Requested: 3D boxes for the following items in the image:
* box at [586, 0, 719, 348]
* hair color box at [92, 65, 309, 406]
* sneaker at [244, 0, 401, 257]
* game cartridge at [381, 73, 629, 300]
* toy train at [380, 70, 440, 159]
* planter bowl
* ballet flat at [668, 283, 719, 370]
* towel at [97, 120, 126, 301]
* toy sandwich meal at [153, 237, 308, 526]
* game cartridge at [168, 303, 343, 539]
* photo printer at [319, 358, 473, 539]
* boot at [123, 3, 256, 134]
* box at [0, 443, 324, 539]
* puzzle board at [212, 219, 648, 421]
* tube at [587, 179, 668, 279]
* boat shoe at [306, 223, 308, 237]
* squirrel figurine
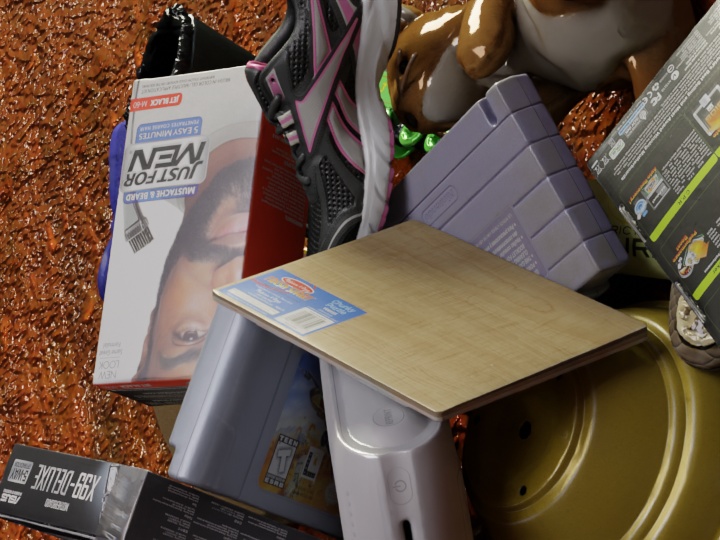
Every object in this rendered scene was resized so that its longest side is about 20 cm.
[{"bbox_3d":[0.225,-0.070,1.252,0.200,0.047,0.193,-53,40,18],"label":"box"},{"bbox_3d":[-0.094,-0.021,1.513,0.111,0.064,0.201,-5,72,34],"label":"hair color box"},{"bbox_3d":[-0.029,-0.102,1.468,0.080,0.086,0.201,-153,64,-75],"label":"sneaker"},{"bbox_3d":[0.073,-0.013,1.436,0.130,0.038,0.200,59,145,9],"label":"game cartridge"},{"bbox_3d":[0.057,-0.094,1.585,0.200,0.042,0.056,20,74,54],"label":"toy train"},{"bbox_3d":[0.116,0.099,1.355,0.200,0.083,0.201,-29,49,40],"label":"planter bowl"},{"bbox_3d":[0.215,-0.042,1.316,0.067,0.046,0.200,23,83,33],"label":"ballet flat"},{"bbox_3d":[-0.115,-0.058,1.790,0.200,0.049,0.148,-15,66,48],"label":"towel"},{"bbox_3d":[-0.067,0.067,1.592,0.205,0.070,0.206,25,123,46],"label":"toy sandwich meal"},{"bbox_3d":[-0.032,0.084,1.465,0.041,0.200,0.133,20,85,35],"label":"game cartridge"},{"bbox_3d":[0.022,0.125,1.369,0.200,0.069,0.167,-101,1,-64],"label":"photo printer"},{"bbox_3d":[-0.070,-0.133,1.668,0.073,0.162,0.199,-9,63,52],"label":"boot"},{"bbox_3d":[-0.102,0.166,1.503,0.158,0.200,0.050,5,73,52],"label":"box"},{"bbox_3d":[0.036,0.027,1.345,0.200,0.150,0.017,25,126,46],"label":"puzzle board"},{"bbox_3d":[0.160,-0.027,1.403,0.200,0.052,0.058,4,115,46],"label":"tube"},{"bbox_3d":[0.000,0.000,1.583,0.200,0.068,0.072,-3,67,51],"label":"boat shoe"},{"bbox_3d":[0.103,-0.159,1.484,0.186,0.141,0.200,-21,38,42],"label":"squirrel figurine"}]
